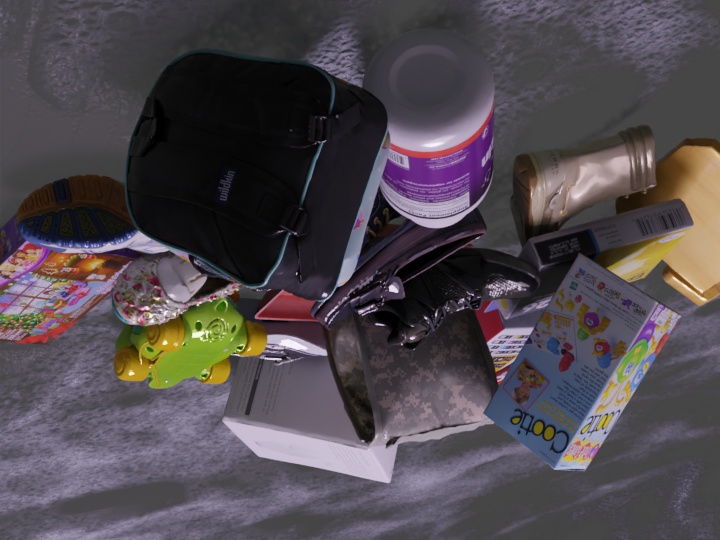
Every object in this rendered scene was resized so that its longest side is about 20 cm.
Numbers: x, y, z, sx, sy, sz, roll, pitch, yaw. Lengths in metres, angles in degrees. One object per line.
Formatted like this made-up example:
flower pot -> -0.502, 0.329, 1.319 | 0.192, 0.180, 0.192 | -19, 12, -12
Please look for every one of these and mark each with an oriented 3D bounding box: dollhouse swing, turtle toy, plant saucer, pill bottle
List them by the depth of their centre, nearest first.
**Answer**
pill bottle -> 0.064, -0.116, 0.969 | 0.111, 0.114, 0.201 | -16, 156, 0
turtle toy -> -0.206, 0.070, 1.209 | 0.144, 0.102, 0.199 | 8, 147, -42
plant saucer -> 0.000, 0.000, 1.270 | 0.197, 0.037, 0.200 | 4, 148, -38
dollhouse swing -> 0.440, -0.089, 1.301 | 0.181, 0.176, 0.200 | -36, 174, -38

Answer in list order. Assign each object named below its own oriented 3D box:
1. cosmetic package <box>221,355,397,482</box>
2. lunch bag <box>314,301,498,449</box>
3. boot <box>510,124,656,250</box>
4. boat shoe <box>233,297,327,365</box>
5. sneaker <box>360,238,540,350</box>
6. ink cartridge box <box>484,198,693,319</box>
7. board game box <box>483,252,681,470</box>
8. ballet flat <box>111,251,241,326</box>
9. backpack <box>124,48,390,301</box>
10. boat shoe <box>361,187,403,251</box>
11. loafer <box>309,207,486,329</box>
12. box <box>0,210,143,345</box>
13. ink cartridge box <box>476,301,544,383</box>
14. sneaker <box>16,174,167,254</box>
cosmetic package -> -0.053, 0.186, 1.441 | 0.197, 0.125, 0.200 | 11, 160, 13
lunch bag -> 0.055, 0.100, 1.229 | 0.161, 0.203, 0.118 | -6, 154, -23
boot -> 0.246, -0.085, 1.205 | 0.153, 0.074, 0.201 | -17, 153, -2
boat shoe -> -0.101, 0.081, 1.331 | 0.197, 0.074, 0.068 | 2, 146, -35
sneaker -> 0.092, 0.033, 1.152 | 0.196, 0.116, 0.077 | 5, 154, -1
ink cartridge box -> 0.260, 0.000, 1.267 | 0.195, 0.048, 0.201 | -16, 156, -16
board game box -> 0.239, 0.101, 1.167 | 0.202, 0.104, 0.103 | -59, 149, 7
ballet flat -> -0.168, 0.001, 1.078 | 0.063, 0.076, 0.200 | -28, 180, 28
backpack -> -0.084, -0.079, 0.857 | 0.198, 0.179, 0.153 | 17, -178, 29
boat shoe -> 0.001, -0.050, 1.097 | 0.197, 0.092, 0.071 | -5, 154, -24
loafer -> 0.039, -0.004, 1.080 | 0.199, 0.063, 0.072 | -41, 171, -2
box -> -0.324, 0.011, 1.088 | 0.136, 0.040, 0.199 | 12, 144, -45
ink cartridge box -> 0.168, 0.086, 1.498 | 0.173, 0.085, 0.200 | -1, 152, -30
sneaker -> -0.215, -0.041, 1.004 | 0.197, 0.076, 0.088 | -7, 155, -18
